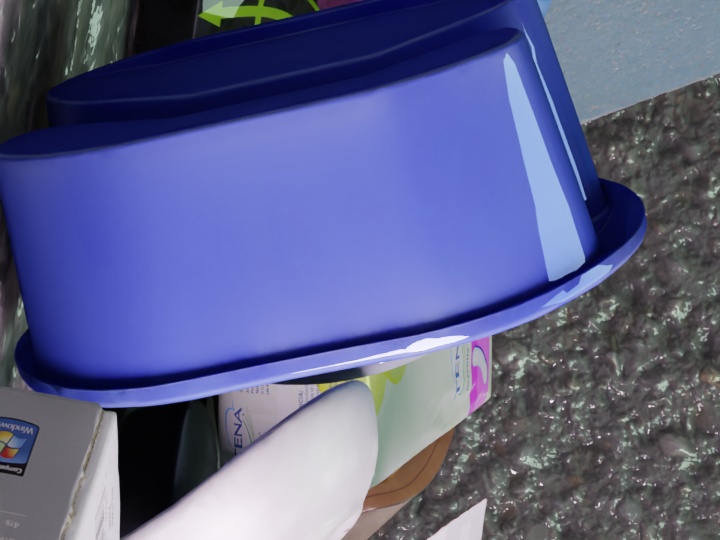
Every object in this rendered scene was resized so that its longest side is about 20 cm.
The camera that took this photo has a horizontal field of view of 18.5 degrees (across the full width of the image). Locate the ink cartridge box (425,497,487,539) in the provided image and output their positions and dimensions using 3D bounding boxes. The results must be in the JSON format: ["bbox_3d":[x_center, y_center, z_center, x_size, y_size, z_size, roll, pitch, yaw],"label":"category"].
[{"bbox_3d":[-0.050,0.151,0.790,0.200,0.057,0.163,-38,160,-17],"label":"ink cartridge box"}]

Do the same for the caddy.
[{"bbox_3d":[-0.015,-0.015,0.674,0.141,0.200,0.105,-72,149,-69],"label":"caddy"}]

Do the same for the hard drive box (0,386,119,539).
[{"bbox_3d":[-0.113,0.146,0.493,0.156,0.077,0.200,95,6,-49],"label":"hard drive box"}]

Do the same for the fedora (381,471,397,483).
[{"bbox_3d":[-0.028,0.006,1.060,0.201,0.082,0.201,176,-90,-65],"label":"fedora"}]

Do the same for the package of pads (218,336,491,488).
[{"bbox_3d":[0.000,0.000,0.888,0.200,0.068,0.155,-22,112,-71],"label":"package of pads"}]

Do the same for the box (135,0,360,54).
[{"bbox_3d":[0.001,-0.153,0.880,0.200,0.036,0.143,-15,120,-48],"label":"box"}]

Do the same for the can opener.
[{"bbox_3d":[-0.079,0.051,0.807,0.200,0.079,0.063,-87,158,-47],"label":"can opener"}]

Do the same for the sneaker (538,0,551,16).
[{"bbox_3d":[0.031,-0.163,0.834,0.105,0.076,0.200,-59,144,-28],"label":"sneaker"}]

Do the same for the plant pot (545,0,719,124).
[{"bbox_3d":[0.062,-0.202,1.086,0.197,0.196,0.200,-103,169,-45],"label":"plant pot"}]

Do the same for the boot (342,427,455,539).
[{"bbox_3d":[-0.037,0.150,1.227,0.200,0.070,0.146,-34,163,-41],"label":"boot"}]

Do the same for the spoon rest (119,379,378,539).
[{"bbox_3d":[-0.071,0.103,0.669,0.200,0.061,0.099,-45,170,-9],"label":"spoon rest"}]

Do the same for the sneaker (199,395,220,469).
[{"bbox_3d":[-0.062,0.105,0.958,0.071,0.098,0.201,94,9,-68],"label":"sneaker"}]
